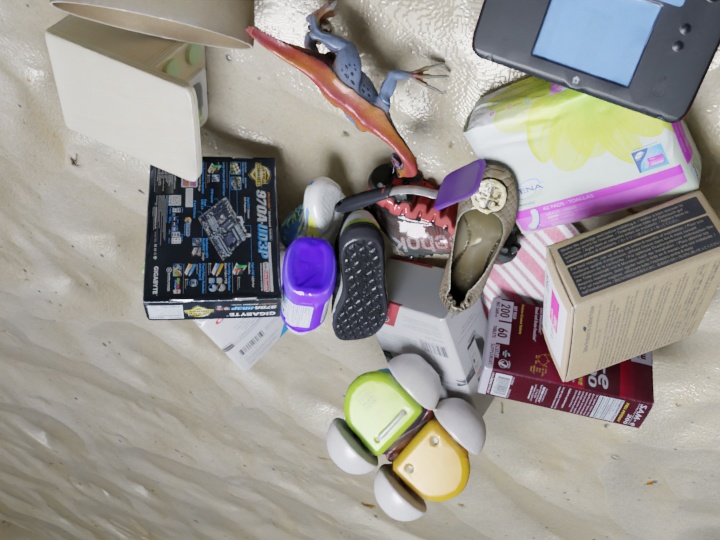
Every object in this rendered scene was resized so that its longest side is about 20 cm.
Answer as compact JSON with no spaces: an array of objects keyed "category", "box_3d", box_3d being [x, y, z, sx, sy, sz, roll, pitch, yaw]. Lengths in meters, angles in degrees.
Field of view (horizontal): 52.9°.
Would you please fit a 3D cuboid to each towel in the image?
[{"category":"towel","box_3d":[0.219,0.016,0.912,0.146,0.030,0.199,45,136,-15]}]

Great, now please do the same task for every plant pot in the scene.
[{"category":"plant pot","box_3d":[-0.192,-0.307,0.708,0.196,0.200,0.138,13,100,16]}]

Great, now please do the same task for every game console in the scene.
[{"category":"game console","box_3d":[0.209,-0.238,0.599,0.196,0.031,0.181,21,111,9]}]

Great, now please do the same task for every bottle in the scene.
[{"category":"bottle","box_3d":[-0.070,0.030,0.917,0.064,0.086,0.201,6,159,-6]}]

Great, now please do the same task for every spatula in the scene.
[{"category":"spatula","box_3d":[0.049,-0.085,0.785,0.196,0.057,0.021,-5,138,36]}]

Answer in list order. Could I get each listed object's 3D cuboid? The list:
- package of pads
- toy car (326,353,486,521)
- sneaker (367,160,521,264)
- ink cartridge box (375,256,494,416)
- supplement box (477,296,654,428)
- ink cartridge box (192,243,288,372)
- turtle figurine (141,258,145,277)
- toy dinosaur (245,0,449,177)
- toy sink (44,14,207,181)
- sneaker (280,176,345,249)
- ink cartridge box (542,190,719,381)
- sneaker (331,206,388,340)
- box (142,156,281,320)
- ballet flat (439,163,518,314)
[{"category":"package of pads","box_3d":[0.218,-0.130,0.730,0.197,0.069,0.155,-15,124,38]},{"category":"toy car","box_3d":[0.061,0.212,0.975,0.200,0.150,0.175,43,97,-3]},{"category":"sneaker","box_3d":[0.095,-0.052,0.876,0.197,0.071,0.099,25,139,7]},{"category":"ink cartridge box","box_3d":[0.101,0.093,0.987,0.145,0.083,0.203,15,141,40]},{"category":"supplement box","box_3d":[0.248,0.110,0.880,0.195,0.110,0.062,11,142,7]},{"category":"ink cartridge box","box_3d":[-0.157,0.034,0.987,0.084,0.146,0.201,41,167,22]},{"category":"turtle figurine","box_3d":[-0.260,-0.056,1.015,0.192,0.198,0.147,-20,87,45]},{"category":"toy dinosaur","box_3d":[-0.009,-0.172,0.759,0.185,0.197,0.105,65,152,4]},{"category":"toy sink","box_3d":[-0.250,-0.220,0.863,0.196,0.113,0.132,23,139,13]},{"category":"sneaker","box_3d":[-0.069,-0.056,0.941,0.103,0.077,0.202,21,151,19]},{"category":"ink cartridge box","box_3d":[0.278,0.025,0.756,0.161,0.076,0.201,-19,149,2]},{"category":"sneaker","box_3d":[0.000,0.000,0.903,0.070,0.084,0.203,0,132,-9]},{"category":"box","box_3d":[-0.175,-0.044,0.866,0.155,0.204,0.046,-1,152,-10]},{"category":"ballet flat","box_3d":[0.124,-0.025,0.796,0.066,0.047,0.203,20,133,8]}]
